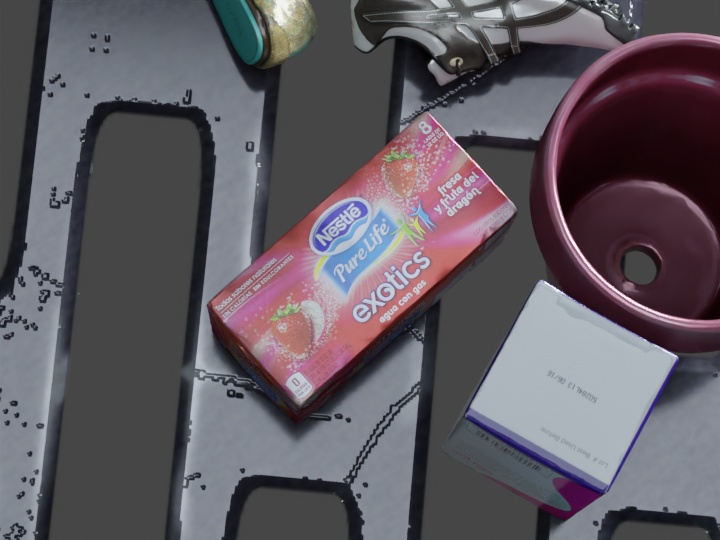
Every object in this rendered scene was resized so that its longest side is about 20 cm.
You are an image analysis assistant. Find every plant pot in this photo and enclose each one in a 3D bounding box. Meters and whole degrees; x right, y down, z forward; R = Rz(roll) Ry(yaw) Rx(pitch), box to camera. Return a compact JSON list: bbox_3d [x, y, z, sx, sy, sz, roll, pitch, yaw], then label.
[{"bbox_3d":[0.199,-0.031,1.682,0.200,0.179,0.200,2,72,-7],"label":"plant pot"}]

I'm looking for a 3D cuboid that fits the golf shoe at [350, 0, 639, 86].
[{"bbox_3d":[0.089,-0.168,1.775,0.200,0.078,0.095,15,97,3],"label":"golf shoe"}]

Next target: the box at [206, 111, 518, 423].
[{"bbox_3d":[0.000,0.000,1.718,0.200,0.100,0.095,-42,83,-8],"label":"box"}]

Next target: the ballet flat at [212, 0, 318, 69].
[{"bbox_3d":[-0.092,-0.233,1.782,0.071,0.071,0.200,-29,81,-7],"label":"ballet flat"}]

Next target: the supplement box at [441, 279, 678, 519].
[{"bbox_3d":[0.124,0.088,1.656,0.101,0.200,0.103,29,79,2],"label":"supplement box"}]
